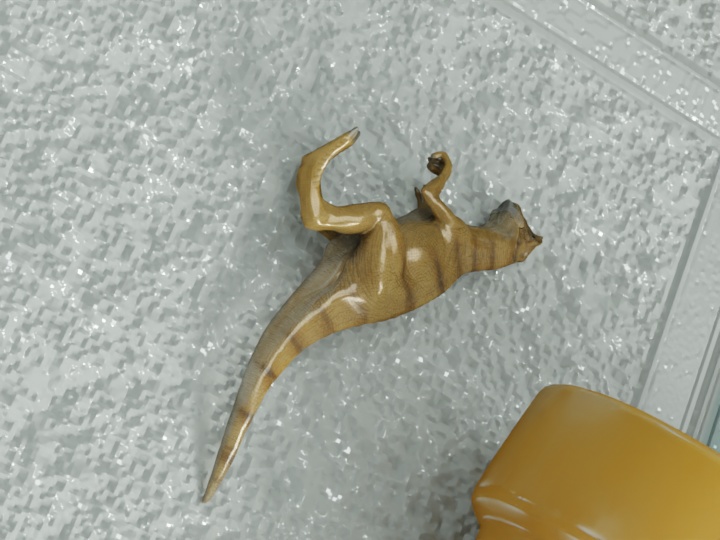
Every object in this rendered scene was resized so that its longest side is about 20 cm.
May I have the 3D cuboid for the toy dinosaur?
[{"bbox_3d":[0.000,0.000,0.995,0.200,0.060,0.107,-29,93,-30],"label":"toy dinosaur"}]

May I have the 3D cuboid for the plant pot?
[{"bbox_3d":[0.099,0.177,0.938,0.200,0.200,0.184,40,78,-13],"label":"plant pot"}]
